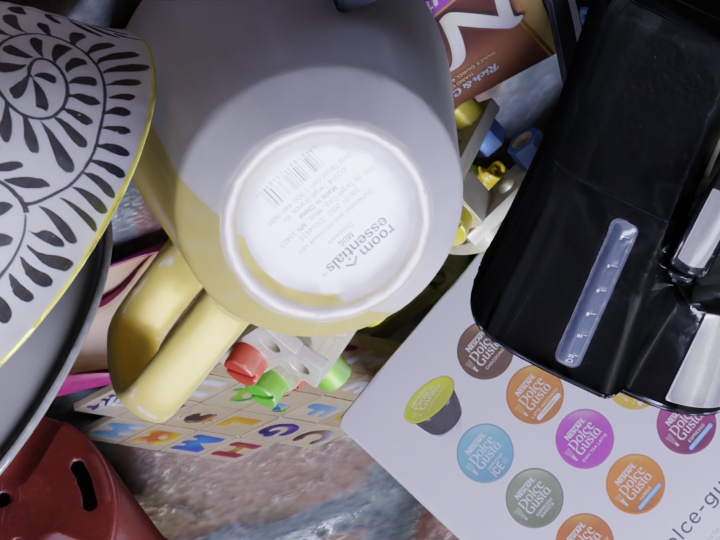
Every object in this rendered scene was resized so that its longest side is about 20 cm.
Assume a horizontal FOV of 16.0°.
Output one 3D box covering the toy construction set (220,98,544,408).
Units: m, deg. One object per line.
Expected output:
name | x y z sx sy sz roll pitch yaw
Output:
toy construction set | 0.000 0.000 1.216 0.200 0.092 0.131 -41 -159 -32

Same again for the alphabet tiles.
alphabet tiles | -0.054 0.069 1.409 0.166 0.006 0.199 -28 155 33

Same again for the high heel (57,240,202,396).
high heel | -0.123 0.026 1.256 0.199 0.068 0.096 -24 174 2

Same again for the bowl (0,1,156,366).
bowl | -0.182 -0.040 1.033 0.094 0.201 0.201 36 118 -27

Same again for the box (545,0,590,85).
box | 0.170 -0.105 1.170 0.158 0.046 0.201 -7 130 12

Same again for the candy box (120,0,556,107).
candy box | -0.015 -0.100 1.167 0.199 0.057 0.117 -26 152 3

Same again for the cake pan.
cake pan | -0.184 0.039 1.087 0.037 0.201 0.200 38 117 -26

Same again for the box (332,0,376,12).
box | 0.034 -0.215 0.957 0.148 0.107 0.200 -21 151 -7

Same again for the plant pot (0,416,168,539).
plant pot | -0.178 0.186 1.392 0.200 0.201 0.196 -23 144 -4

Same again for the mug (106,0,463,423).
mug | -0.025 -0.030 1.050 0.148 0.153 0.188 1 112 -10

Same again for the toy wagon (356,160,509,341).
toy wagon | 0.002 -0.002 1.364 0.200 0.040 0.155 -39 150 22

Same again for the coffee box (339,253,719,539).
coffee box | 0.140 0.080 1.364 0.200 0.198 0.200 -49 163 2

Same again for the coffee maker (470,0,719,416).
coffee maker | 0.123 -0.061 1.112 0.134 0.192 0.201 -25 148 -41
